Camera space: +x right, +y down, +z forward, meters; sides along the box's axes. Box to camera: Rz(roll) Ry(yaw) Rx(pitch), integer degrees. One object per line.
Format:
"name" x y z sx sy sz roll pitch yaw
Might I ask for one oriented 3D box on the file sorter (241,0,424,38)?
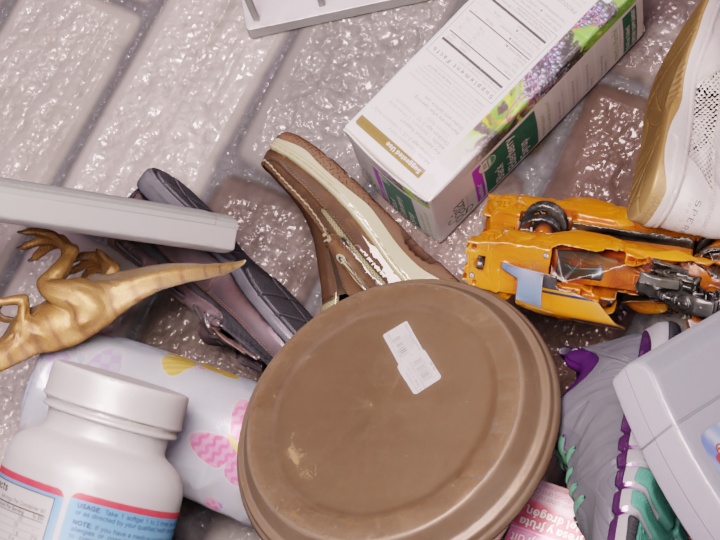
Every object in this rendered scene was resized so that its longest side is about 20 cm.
"file sorter" 0.001 -0.262 1.384 0.199 0.125 0.140 -12 69 6

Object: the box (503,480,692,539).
"box" 0.176 0.202 1.204 0.199 0.103 0.095 18 74 14

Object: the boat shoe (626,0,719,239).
"boat shoe" 0.217 -0.093 1.305 0.069 0.071 0.201 23 51 -4

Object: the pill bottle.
"pill bottle" -0.165 0.159 1.213 0.108 0.109 0.201 16 88 14

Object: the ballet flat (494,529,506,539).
"ballet flat" 0.059 0.117 1.208 0.072 0.068 0.201 -21 48 41

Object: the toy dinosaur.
"toy dinosaur" -0.163 0.018 1.281 0.199 0.061 0.107 -24 45 2

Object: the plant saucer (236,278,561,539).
"plant saucer" 0.016 0.085 1.197 0.199 0.030 0.201 -13 52 17

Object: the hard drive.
"hard drive" -0.190 -0.038 1.253 0.131 0.199 0.026 9 90 43

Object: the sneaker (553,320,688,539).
"sneaker" 0.136 0.116 1.167 0.087 0.075 0.201 -9 39 26

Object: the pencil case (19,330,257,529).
"pencil case" -0.112 0.101 1.298 0.199 0.083 0.091 16 92 15

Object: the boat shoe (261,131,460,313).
"boat shoe" -0.001 -0.001 1.321 0.075 0.075 0.202 -45 70 -1

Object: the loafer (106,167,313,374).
"loafer" -0.088 0.019 1.339 0.063 0.072 0.200 -48 63 10

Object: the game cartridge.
"game cartridge" 0.227 0.118 1.130 0.133 0.042 0.201 -23 75 -47

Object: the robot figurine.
"robot figurine" 0.166 0.000 1.274 0.199 0.145 0.059 11 112 9

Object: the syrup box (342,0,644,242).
"syrup box" 0.087 -0.122 1.344 0.081 0.079 0.200 41 81 19
